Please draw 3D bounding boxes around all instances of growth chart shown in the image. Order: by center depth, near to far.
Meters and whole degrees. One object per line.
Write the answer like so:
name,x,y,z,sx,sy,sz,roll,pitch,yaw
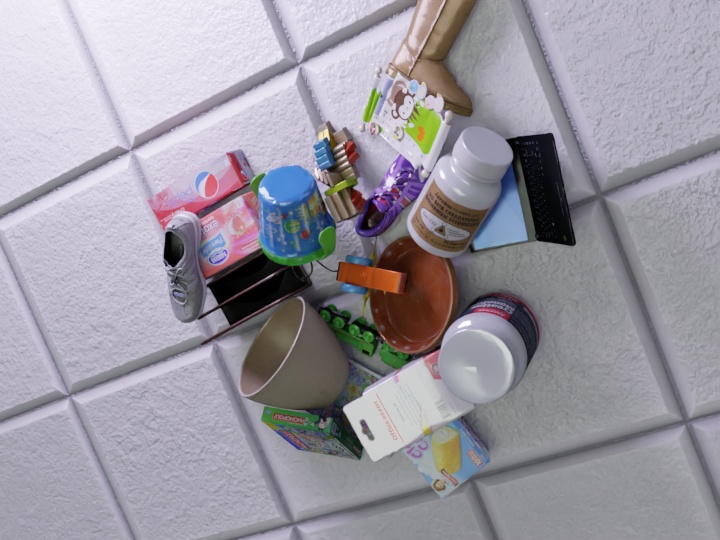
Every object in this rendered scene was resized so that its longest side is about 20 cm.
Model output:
growth chart,0.072,-0.247,1.483,0.200,0.018,0.146,43,134,36

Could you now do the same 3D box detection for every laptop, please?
laptop,0.241,-0.119,1.468,0.102,0.200,0.179,-17,100,-13

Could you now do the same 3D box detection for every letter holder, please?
letter holder,-0.214,0.041,1.664,0.199,0.142,0.101,-28,93,25

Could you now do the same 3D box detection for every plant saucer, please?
plant saucer,0.093,0.041,1.565,0.199,0.032,0.203,-4,85,47

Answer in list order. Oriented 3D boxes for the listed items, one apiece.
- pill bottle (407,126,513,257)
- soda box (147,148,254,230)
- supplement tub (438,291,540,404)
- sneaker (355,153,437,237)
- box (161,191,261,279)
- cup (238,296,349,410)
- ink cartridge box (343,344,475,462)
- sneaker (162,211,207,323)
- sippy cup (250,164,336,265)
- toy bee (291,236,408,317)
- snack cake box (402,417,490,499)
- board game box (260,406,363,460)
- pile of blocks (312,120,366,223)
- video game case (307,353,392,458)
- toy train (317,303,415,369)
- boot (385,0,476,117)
pill bottle,0.161,-0.126,1.461,0.114,0.114,0.201,36,134,9
soda box,-0.295,-0.149,1.690,0.199,0.063,0.070,-27,93,24
supplement tub,0.211,0.124,1.490,0.139,0.200,0.142,5,105,19
sneaker,0.060,-0.130,1.547,0.080,0.083,0.201,37,113,8
box,-0.250,-0.058,1.678,0.199,0.095,0.103,-26,95,25
cup,-0.104,0.168,1.626,0.143,0.201,0.200,33,116,-21
ink cartridge box,0.082,0.227,1.552,0.199,0.067,0.117,-30,90,5
sneaker,-0.327,0.000,1.625,0.074,0.082,0.202,3,106,20
sippy cup,-0.115,-0.101,1.538,0.176,0.140,0.131,7,141,13
toy bee,0.000,0.000,1.589,0.199,0.109,0.132,33,100,19
snack cake box,0.125,0.287,1.620,0.115,0.067,0.200,-40,90,6
board game box,-0.085,0.299,1.665,0.133,0.200,0.029,5,67,20
pile of blocks,-0.033,-0.178,1.542,0.062,0.082,0.202,-26,65,26
video game case,-0.004,0.244,1.704,0.199,0.018,0.144,28,112,13
toy train,0.007,0.123,1.658,0.199,0.042,0.057,24,122,14
boot,0.145,-0.371,1.461,0.174,0.066,0.201,33,112,12
